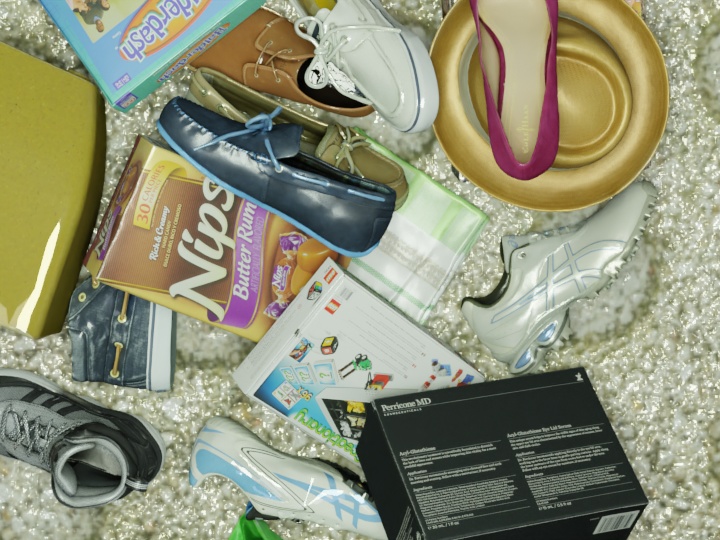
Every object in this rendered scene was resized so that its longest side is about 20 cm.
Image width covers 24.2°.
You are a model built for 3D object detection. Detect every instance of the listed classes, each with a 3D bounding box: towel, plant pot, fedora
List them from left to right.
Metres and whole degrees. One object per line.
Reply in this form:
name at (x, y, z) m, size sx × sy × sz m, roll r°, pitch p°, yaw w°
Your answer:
plant pot at (-0.296, -0.077, 1.341) m, size 0.194 × 0.194 × 0.202 m, roll 25°, pitch 88°, yaw -4°
towel at (0.000, 0.000, 1.437) m, size 0.148 × 0.031 × 0.201 m, roll 32°, pitch 96°, yaw -7°
fedora at (0.147, -0.137, 1.295) m, size 0.198 × 0.082 × 0.203 m, roll 0°, pitch 98°, yaw -2°

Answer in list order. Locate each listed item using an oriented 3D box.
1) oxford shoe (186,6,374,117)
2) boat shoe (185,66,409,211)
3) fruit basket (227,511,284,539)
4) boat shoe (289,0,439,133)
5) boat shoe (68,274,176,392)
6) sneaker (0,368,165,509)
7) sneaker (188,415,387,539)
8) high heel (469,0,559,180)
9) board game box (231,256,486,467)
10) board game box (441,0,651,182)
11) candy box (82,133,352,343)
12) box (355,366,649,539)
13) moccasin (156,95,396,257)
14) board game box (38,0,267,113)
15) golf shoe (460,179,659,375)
oxford shoe at (-0.072, -0.177, 1.389) m, size 0.198 × 0.071 × 0.072 m, roll 16°, pitch 100°, yaw -2°
boat shoe at (-0.051, -0.105, 1.377) m, size 0.199 × 0.073 × 0.064 m, roll 23°, pitch 128°, yaw 5°
fruit basket at (-0.138, 0.305, 1.430) m, size 0.213 × 0.155 × 0.218 m, roll -5°, pitch 108°, yaw -17°
boat shoe at (-0.016, -0.186, 1.331) m, size 0.085 × 0.075 × 0.203 m, roll -8°, pitch 56°, yaw -34°
boat shoe at (-0.198, 0.002, 1.410) m, size 0.090 × 0.071 × 0.203 m, roll 3°, pitch 99°, yaw -2°
sneaker at (-0.262, 0.141, 1.407) m, size 0.198 × 0.114 × 0.076 m, roll 17°, pitch 97°, yaw -4°
sneaker at (-0.054, 0.192, 1.443) m, size 0.198 × 0.072 × 0.073 m, roll 24°, pitch 92°, yaw -1°
high heel at (0.113, -0.166, 1.202) m, size 0.067 × 0.096 × 0.203 m, roll -10°, pitch 93°, yaw 6°
board game box at (0.002, 0.089, 1.398) m, size 0.127 × 0.035 × 0.200 m, roll -49°, pitch 130°, yaw 5°
board game box at (0.149, -0.181, 1.381) m, size 0.157 × 0.097 × 0.203 m, roll -4°, pitch 99°, yaw -1°
candy box at (-0.111, -0.017, 1.361) m, size 0.198 × 0.056 × 0.118 m, roll 22°, pitch 95°, yaw -24°
box at (0.113, 0.168, 1.378) m, size 0.198 × 0.142 × 0.079 m, roll -7°, pitch 144°, yaw -20°
moccasin at (-0.062, -0.089, 1.317) m, size 0.198 × 0.081 × 0.069 m, roll 28°, pitch 114°, yaw -13°
board game box at (-0.194, -0.254, 1.363) m, size 0.151 × 0.045 × 0.201 m, roll -36°, pitch 83°, yaw 4°
golf shoe at (0.167, -0.010, 1.421) m, size 0.097 × 0.078 × 0.201 m, roll 39°, pitch 94°, yaw -1°
